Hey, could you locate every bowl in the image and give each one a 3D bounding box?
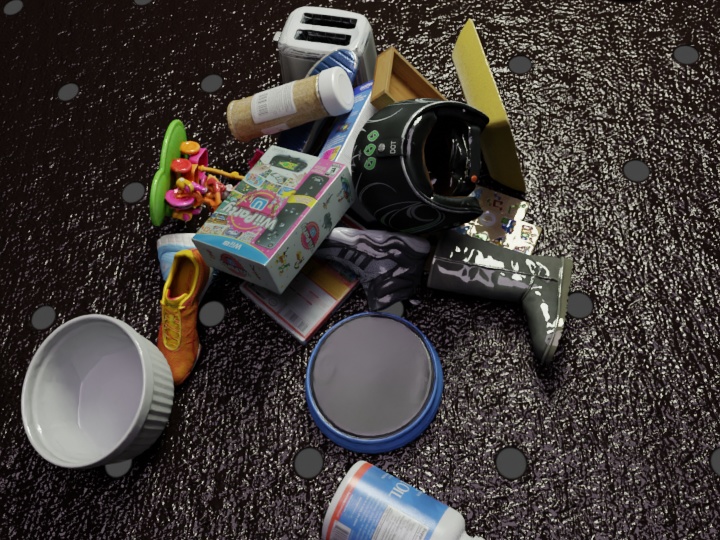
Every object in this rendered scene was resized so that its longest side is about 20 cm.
[{"bbox_3d":[0.017,0.151,1.088,0.196,0.040,0.204,-3,63,6],"label":"bowl"}]

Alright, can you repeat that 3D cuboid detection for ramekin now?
[{"bbox_3d":[-0.352,0.170,1.071,0.196,0.105,0.204,-5,73,17],"label":"ramekin"}]

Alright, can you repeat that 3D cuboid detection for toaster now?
[{"bbox_3d":[-0.048,-0.358,1.307,0.196,0.130,0.115,12,66,14],"label":"toaster"}]

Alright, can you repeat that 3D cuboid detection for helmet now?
[{"bbox_3d":[0.082,-0.143,1.081,0.196,0.190,0.204,1,88,-24],"label":"helmet"}]

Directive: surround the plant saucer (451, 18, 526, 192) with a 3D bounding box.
[{"bbox_3d":[0.190,-0.239,1.180,0.048,0.200,0.203,-19,61,10],"label":"plant saucer"}]

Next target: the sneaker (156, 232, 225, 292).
[{"bbox_3d":[-0.217,-0.011,1.194,0.196,0.078,0.092,-4,80,15],"label":"sneaker"}]

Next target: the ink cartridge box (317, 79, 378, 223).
[{"bbox_3d":[0.027,-0.197,1.206,0.076,0.136,0.202,-4,53,53],"label":"ink cartridge box"}]

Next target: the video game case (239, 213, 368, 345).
[{"bbox_3d":[-0.070,-0.002,1.191,0.142,0.018,0.200,36,73,23],"label":"video game case"}]

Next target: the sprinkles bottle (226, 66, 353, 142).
[{"bbox_3d":[-0.109,-0.253,1.195,0.197,0.068,0.069,-11,59,26],"label":"sprinkles bottle"}]

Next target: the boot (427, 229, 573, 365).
[{"bbox_3d":[0.192,0.032,1.103,0.196,0.073,0.184,14,55,5],"label":"boot"}]

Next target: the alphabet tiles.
[{"bbox_3d":[0.168,-0.057,1.192,0.197,0.006,0.168,21,69,17],"label":"alphabet tiles"}]

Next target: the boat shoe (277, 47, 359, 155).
[{"bbox_3d":[-0.062,-0.265,1.250,0.072,0.072,0.201,43,109,16],"label":"boat shoe"}]

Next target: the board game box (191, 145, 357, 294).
[{"bbox_3d":[-0.119,-0.077,1.104,0.146,0.065,0.201,18,59,32],"label":"board game box"}]

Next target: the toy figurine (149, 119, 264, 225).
[{"bbox_3d":[-0.212,-0.135,1.208,0.180,0.152,0.202,7,37,0],"label":"toy figurine"}]

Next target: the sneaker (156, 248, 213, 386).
[{"bbox_3d":[-0.268,0.067,1.126,0.072,0.077,0.204,8,90,17],"label":"sneaker"}]

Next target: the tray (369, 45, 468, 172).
[{"bbox_3d":[0.097,-0.240,1.194,0.037,0.199,0.100,-23,44,38],"label":"tray"}]

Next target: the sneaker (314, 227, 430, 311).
[{"bbox_3d":[0.000,0.000,1.129,0.196,0.075,0.116,4,87,9],"label":"sneaker"}]

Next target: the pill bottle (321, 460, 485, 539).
[{"bbox_3d":[0.061,0.328,0.951,0.197,0.113,0.113,24,68,18],"label":"pill bottle"}]
